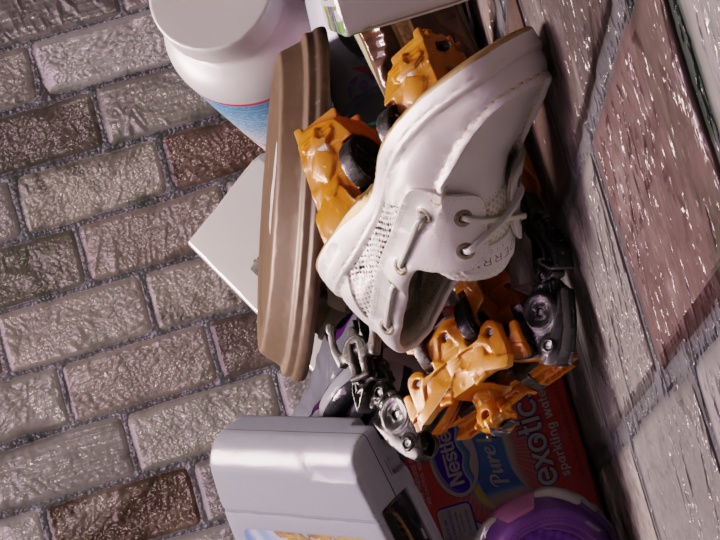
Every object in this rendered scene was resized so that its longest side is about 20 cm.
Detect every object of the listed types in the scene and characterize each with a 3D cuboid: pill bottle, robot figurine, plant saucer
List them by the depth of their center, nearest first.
[{"bbox_3d":[0.041,-0.009,1.020,0.058,0.145,0.201,9,-127,-47],"label":"robot figurine"},{"bbox_3d":[-0.039,-0.038,1.189,0.200,0.029,0.202,-176,90,-84],"label":"plant saucer"},{"bbox_3d":[-0.061,-0.148,1.353,0.200,0.108,0.109,38,-146,-68],"label":"pill bottle"}]

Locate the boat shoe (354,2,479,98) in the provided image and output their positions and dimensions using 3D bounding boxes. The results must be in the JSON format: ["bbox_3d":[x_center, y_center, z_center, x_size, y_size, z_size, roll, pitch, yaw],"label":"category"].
[{"bbox_3d":[0.017,-0.158,1.112,0.075,0.074,0.204,-77,-28,-79],"label":"boat shoe"}]

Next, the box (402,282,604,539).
[{"bbox_3d":[0.078,0.123,1.184,0.095,0.102,0.201,78,176,-74],"label":"box"}]

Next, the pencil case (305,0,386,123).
[{"bbox_3d":[0.002,-0.181,1.262,0.091,0.083,0.201,30,-137,-66],"label":"pencil case"}]

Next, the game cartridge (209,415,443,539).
[{"bbox_3d":[0.000,0.166,1.099,0.133,0.042,0.201,-6,117,45],"label":"game cartridge"}]

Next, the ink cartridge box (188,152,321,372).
[{"bbox_3d":[-0.004,0.025,1.429,0.200,0.083,0.147,44,-172,20],"label":"ink cartridge box"}]

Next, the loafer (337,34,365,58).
[{"bbox_3d":[0.007,-0.222,1.177,0.063,0.071,0.201,-46,-51,-70],"label":"loafer"}]

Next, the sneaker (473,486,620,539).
[{"bbox_3d":[0.119,0.203,1.063,0.089,0.080,0.201,-119,7,-65],"label":"sneaker"}]

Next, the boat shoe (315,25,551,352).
[{"bbox_3d":[0.044,-0.029,0.912,0.069,0.071,0.200,54,150,15],"label":"boat shoe"}]

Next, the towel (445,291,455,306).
[{"bbox_3d":[0.039,-0.002,1.330,0.200,0.023,0.153,46,-171,-22],"label":"towel"}]

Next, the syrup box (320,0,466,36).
[{"bbox_3d":[0.015,-0.157,0.961,0.200,0.078,0.082,-114,7,-83],"label":"syrup box"}]

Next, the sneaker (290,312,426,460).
[{"bbox_3d":[-0.005,0.078,1.147,0.200,0.074,0.088,126,156,-52],"label":"sneaker"}]

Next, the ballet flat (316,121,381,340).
[{"bbox_3d":[0.000,0.000,1.186,0.200,0.067,0.073,99,-165,-57],"label":"ballet flat"}]
